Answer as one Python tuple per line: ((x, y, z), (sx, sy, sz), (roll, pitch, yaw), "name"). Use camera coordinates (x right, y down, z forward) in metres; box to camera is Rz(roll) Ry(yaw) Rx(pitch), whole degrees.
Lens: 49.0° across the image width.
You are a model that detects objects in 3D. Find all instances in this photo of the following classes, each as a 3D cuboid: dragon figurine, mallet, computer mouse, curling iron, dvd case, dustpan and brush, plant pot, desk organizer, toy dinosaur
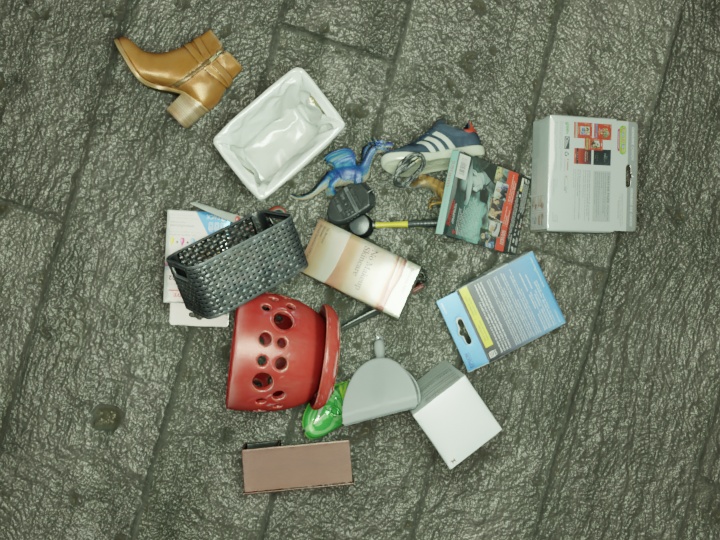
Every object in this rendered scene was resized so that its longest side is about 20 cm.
((-0.035, -0.183, 1.416), (0.196, 0.059, 0.102), (-10, 91, -4), "dragon figurine")
((0.075, -0.082, 1.394), (0.196, 0.066, 0.042), (-2, 88, 17), "mallet")
((0.028, -0.140, 1.366), (0.197, 0.034, 0.059), (-29, 71, 10), "computer mouse")
((0.040, 0.053, 1.441), (0.198, 0.026, 0.050), (-35, 80, -1), "curling iron")
((0.221, -0.116, 1.398), (0.197, 0.022, 0.149), (12, 90, -40), "dvd case")
((0.033, 0.180, 1.368), (0.137, 0.058, 0.203), (-16, 47, 12), "dustpan and brush")
((-0.133, 0.143, 1.349), (0.179, 0.200, 0.205), (9, 90, -11), "plant pot")
((-0.112, 0.344, 1.412), (0.195, 0.072, 0.079), (-4, 88, -4), "desk organizer")
((0.188, -0.131, 1.430), (0.195, 0.060, 0.109), (9, 89, -4), "toy dinosaur")

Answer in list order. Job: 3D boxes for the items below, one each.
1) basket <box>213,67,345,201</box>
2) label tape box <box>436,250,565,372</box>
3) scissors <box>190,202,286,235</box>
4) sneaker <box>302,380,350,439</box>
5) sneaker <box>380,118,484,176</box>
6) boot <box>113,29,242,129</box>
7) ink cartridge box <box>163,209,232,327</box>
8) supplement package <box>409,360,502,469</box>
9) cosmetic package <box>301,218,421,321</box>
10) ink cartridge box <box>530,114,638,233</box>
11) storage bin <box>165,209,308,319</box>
((-0.139, -0.231, 1.378), (0.199, 0.123, 0.136), (-41, 93, -1), "basket")
((0.250, 0.073, 1.435), (0.197, 0.066, 0.145), (-27, 92, 0), "label tape box")
((-0.205, -0.079, 1.378), (0.197, 0.014, 0.075), (1, 92, -38), "scissors")
((-0.020, 0.231, 1.409), (0.198, 0.084, 0.075), (-32, 92, -2), "sneaker")
((0.122, -0.225, 1.416), (0.196, 0.075, 0.086), (-8, 74, -20), "sneaker")
((-0.319, -0.371, 1.393), (0.155, 0.074, 0.200), (-45, 105, -1), "boot")
((-0.285, -0.001, 1.398), (0.112, 0.068, 0.205), (2, 90, -4), "ink cartridge box")
((0.151, 0.242, 1.361), (0.109, 0.200, 0.115), (-36, 93, -2), "supplement package")
((0.000, 0.000, 1.391), (0.197, 0.087, 0.105), (24, 87, 6), "cosmetic package")
((0.403, -0.169, 1.428), (0.172, 0.084, 0.205), (2, 91, -10), "ink cartridge box")
((-0.202, -0.014, 1.302), (0.198, 0.134, 0.095), (-29, 112, -27), "storage bin")
